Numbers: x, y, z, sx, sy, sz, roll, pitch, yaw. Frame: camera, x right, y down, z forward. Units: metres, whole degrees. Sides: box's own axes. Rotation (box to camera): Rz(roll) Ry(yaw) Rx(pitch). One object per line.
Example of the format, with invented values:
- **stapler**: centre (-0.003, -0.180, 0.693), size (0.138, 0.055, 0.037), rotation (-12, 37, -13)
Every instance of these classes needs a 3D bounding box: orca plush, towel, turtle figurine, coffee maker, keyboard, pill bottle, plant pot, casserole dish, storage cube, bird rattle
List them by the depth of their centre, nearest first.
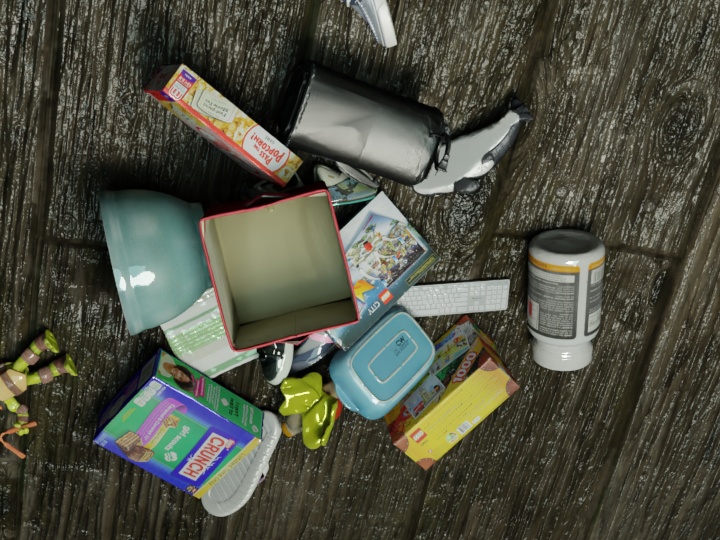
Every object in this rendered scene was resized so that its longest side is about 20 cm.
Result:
- **storage cube**: centre (-0.106, -0.011, 1.335), size (0.171, 0.180, 0.200), rotation (-14, 100, -1)
- **coffee maker**: centre (0.002, -0.201, 1.351), size (0.200, 0.192, 0.135), rotation (16, 81, -19)
- **plant pot**: centre (-0.271, -0.023, 1.383), size (0.134, 0.200, 0.201), rotation (-12, 116, -10)
- **orca plush**: centre (0.166, -0.174, 1.477), size (0.105, 0.071, 0.200), rotation (44, 99, 21)
- **turtle figurine**: centre (-0.508, 0.169, 1.497), size (0.161, 0.064, 0.200), rotation (-30, 107, -4)
- **casserole dish**: centre (0.041, 0.134, 1.514), size (0.121, 0.200, 0.039), rotation (51, 142, -3)
- **towel**: centre (-0.231, 0.063, 1.523), size (0.149, 0.031, 0.200), rotation (-24, 114, -1)
- **pill bottle**: centre (0.316, 0.046, 1.559), size (0.116, 0.116, 0.200), rotation (-6, 115, -8)
- **bird rattle**: centre (-0.050, 0.190, 1.560), size (0.113, 0.200, 0.163), rotation (49, 137, 6)
- **keyboard**: centre (0.136, 0.045, 1.585), size (0.200, 0.011, 0.056), rotation (-4, 115, -8)

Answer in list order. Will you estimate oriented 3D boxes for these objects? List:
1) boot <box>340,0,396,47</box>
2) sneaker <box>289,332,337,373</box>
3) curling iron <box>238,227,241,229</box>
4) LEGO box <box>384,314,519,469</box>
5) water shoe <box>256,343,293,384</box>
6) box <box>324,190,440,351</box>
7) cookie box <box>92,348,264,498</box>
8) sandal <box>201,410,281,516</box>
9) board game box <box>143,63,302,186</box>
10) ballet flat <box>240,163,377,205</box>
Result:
- **boot**: centre (-0.022, -0.382, 1.338), size (0.090, 0.073, 0.200), rotation (-19, 108, 7)
- **sneaker**: centre (-0.052, 0.073, 1.540), size (0.200, 0.070, 0.082), rotation (-40, 102, 3)
- **curling iron**: centre (-0.096, -0.041, 1.478), size (0.200, 0.026, 0.050), rotation (11, 147, -32)
- **LEGO box**: centre (0.134, 0.188, 1.573), size (0.200, 0.149, 0.077), rotation (-44, 114, 10)
- **water shoe**: centre (-0.148, 0.070, 1.489), size (0.079, 0.071, 0.200), rotation (-1, 91, -34)
- **box**: centre (0.000, 0.000, 1.479), size (0.200, 0.038, 0.137), rotation (-43, 103, -9)
- **cookie box**: centre (-0.276, 0.239, 1.547), size (0.200, 0.075, 0.171), rotation (34, 118, -22)
- **sandal**: centre (-0.182, 0.316, 1.628), size (0.203, 0.082, 0.050), rotation (-54, 155, 13)
- **board game box**: centre (-0.184, -0.194, 1.339), size (0.200, 0.151, 0.046), rotation (37, 86, -22)
- **ballet flat**: centre (-0.076, -0.118, 1.443), size (0.200, 0.074, 0.074), rotation (-12, 116, -6)
